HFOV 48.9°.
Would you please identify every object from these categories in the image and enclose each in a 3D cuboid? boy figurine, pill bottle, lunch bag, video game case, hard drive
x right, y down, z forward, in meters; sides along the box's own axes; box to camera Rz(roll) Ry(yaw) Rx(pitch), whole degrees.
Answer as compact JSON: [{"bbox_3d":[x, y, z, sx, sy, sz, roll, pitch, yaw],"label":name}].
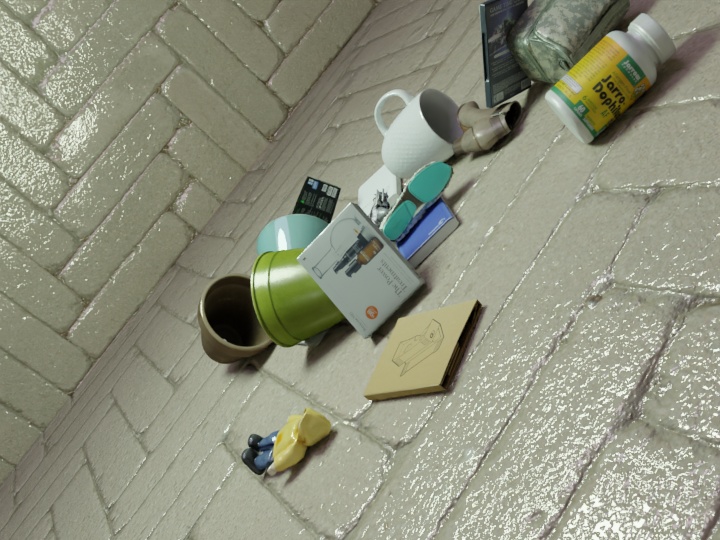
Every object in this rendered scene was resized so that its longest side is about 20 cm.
[{"bbox_3d":[-0.130,0.302,1.395,0.199,0.064,0.125,-34,23,41],"label":"boy figurine"},{"bbox_3d":[0.411,-0.316,1.298,0.200,0.113,0.113,-43,22,14],"label":"pill bottle"},{"bbox_3d":[0.410,-0.472,1.540,0.201,0.139,0.167,-50,33,-7],"label":"lunch bag"},{"bbox_3d":[0.293,-0.447,1.590,0.019,0.204,0.142,18,38,43],"label":"video game case"},{"bbox_3d":[0.045,-0.186,1.919,0.131,0.027,0.201,-40,24,23],"label":"hard drive"},{"bbox_3d":[0.124,-0.091,1.604,0.132,0.025,0.201,-44,22,12],"label":"hard drive"}]

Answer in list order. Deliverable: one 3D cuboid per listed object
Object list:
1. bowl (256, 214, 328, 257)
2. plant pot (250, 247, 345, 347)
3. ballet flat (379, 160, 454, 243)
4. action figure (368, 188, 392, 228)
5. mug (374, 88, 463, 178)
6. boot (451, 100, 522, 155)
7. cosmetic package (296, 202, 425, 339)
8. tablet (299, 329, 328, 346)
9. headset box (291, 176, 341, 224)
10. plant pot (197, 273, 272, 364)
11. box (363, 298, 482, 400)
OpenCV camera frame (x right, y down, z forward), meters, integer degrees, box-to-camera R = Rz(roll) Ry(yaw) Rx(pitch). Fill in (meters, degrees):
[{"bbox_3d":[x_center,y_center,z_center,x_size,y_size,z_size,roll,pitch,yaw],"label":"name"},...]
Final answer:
[{"bbox_3d":[-0.137,-0.015,1.780,0.200,0.200,0.106,-37,35,27],"label":"bowl"},{"bbox_3d":[-0.087,0.036,1.598,0.190,0.202,0.202,-15,35,26],"label":"plant pot"},{"bbox_3d":[0.107,-0.140,1.599,0.200,0.072,0.072,-48,21,2],"label":"ballet flat"},{"bbox_3d":[0.027,-0.103,1.732,0.199,0.068,0.133,-27,45,63],"label":"action figure"},{"bbox_3d":[0.115,-0.309,1.755,0.175,0.200,0.148,-38,7,43],"label":"mug"},{"bbox_3d":[0.270,-0.316,1.654,0.145,0.070,0.202,-22,35,38],"label":"boot"},{"bbox_3d":[0.000,0.000,1.466,0.151,0.200,0.052,-45,-10,13],"label":"cosmetic package"},{"bbox_3d":[-0.070,0.077,1.722,0.202,0.014,0.129,-57,23,-18],"label":"tablet"},{"bbox_3d":[-0.128,-0.089,1.914,0.176,0.091,0.202,-74,4,-47],"label":"headset box"},{"bbox_3d":[-0.306,0.136,1.883,0.175,0.198,0.202,-50,13,49],"label":"plant pot"},{"bbox_3d":[0.099,0.131,1.287,0.199,0.021,0.165,-20,36,52],"label":"box"}]
